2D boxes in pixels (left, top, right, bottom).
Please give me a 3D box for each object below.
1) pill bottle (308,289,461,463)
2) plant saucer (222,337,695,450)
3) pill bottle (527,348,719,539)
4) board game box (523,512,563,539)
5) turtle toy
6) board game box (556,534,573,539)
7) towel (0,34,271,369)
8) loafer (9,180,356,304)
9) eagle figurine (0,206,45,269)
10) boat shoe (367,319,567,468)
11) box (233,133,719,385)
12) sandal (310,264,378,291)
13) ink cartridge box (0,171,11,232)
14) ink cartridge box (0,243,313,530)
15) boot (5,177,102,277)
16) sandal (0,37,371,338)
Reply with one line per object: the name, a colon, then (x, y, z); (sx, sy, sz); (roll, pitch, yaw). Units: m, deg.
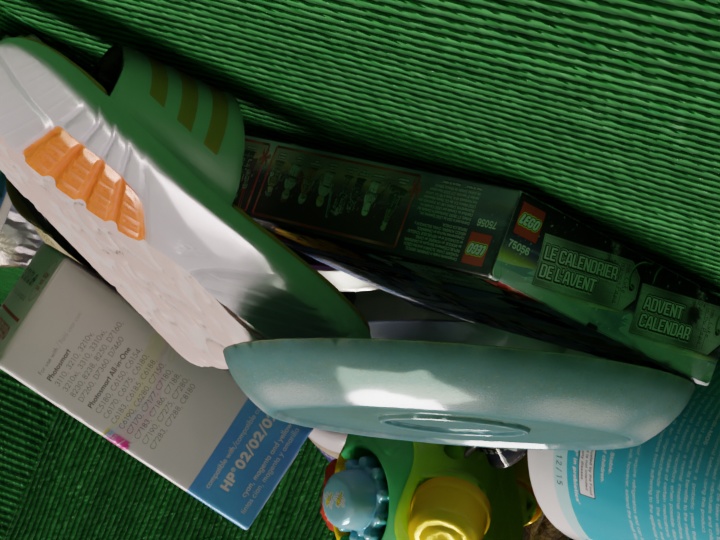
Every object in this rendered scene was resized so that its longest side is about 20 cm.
pill bottle: (0.046, 0.098, 1.553); (0.111, 0.111, 0.200); (17, 157, 37)
plant saucer: (0.040, 0.054, 1.163); (0.199, 0.028, 0.200); (5, 171, 1)
pill bottle: (0.178, 0.093, 1.251); (0.110, 0.111, 0.199); (26, 173, -41)
board game box: (0.176, 0.157, 1.522); (0.199, 0.160, 0.097); (27, -178, -34)
turtle toy: (0.035, 0.134, 1.412); (0.100, 0.146, 0.201); (1, 128, 17)
board game box: (0.184, 0.139, 1.338); (0.151, 0.200, 0.047); (16, 131, 47)
towel: (-0.109, -0.027, 1.278); (0.191, 0.032, 0.200); (46, 169, -9)
loafer: (-0.092, -0.022, 1.410); (0.200, 0.070, 0.068); (34, 131, 2)
eagle figurine: (-0.268, -0.027, 1.658); (0.152, 0.199, 0.151); (62, 160, 19)
boat shoe: (0.073, 0.062, 1.329); (0.199, 0.067, 0.070); (10, 172, -43)
box: (0.043, -0.007, 1.177); (0.137, 0.040, 0.199); (25, 174, -39)
sandal: (-0.001, -0.001, 1.339); (0.201, 0.050, 0.082); (19, 174, 7)
ink cartridge box: (-0.297, -0.048, 1.528); (0.199, 0.145, 0.085); (22, 175, -3)
ink cartridge box: (-0.131, 0.048, 1.451); (0.199, 0.068, 0.115); (35, 176, -13)
boot: (-0.100, -0.008, 1.528); (0.199, 0.073, 0.155); (24, 173, -2)
sandal: (-0.068, -0.040, 1.135); (0.206, 0.059, 0.079); (40, 154, -26)
